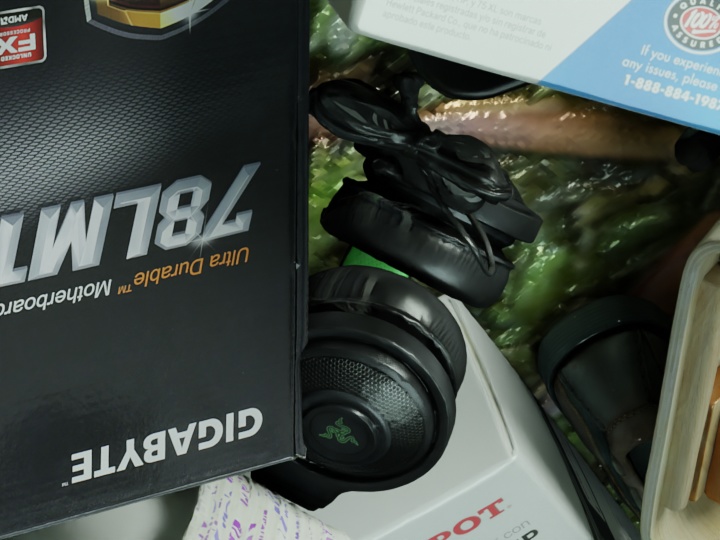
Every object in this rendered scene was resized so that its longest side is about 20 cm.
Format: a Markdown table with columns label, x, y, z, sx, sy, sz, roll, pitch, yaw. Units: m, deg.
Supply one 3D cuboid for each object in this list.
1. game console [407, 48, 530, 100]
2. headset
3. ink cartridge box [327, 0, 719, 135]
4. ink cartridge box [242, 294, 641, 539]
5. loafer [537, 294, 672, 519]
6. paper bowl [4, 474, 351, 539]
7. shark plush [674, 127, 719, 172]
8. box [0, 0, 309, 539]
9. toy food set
| label | x | y | z | sx | sy | sz | roll | pitch | yaw |
| --- | --- | --- | --- | --- | --- | --- | --- | --- | --- |
| game console | 0.083 | -0.169 | 0.793 | 0.199 | 0.117 | 0.176 | -20 | 141 | -4 |
| headset | 0.000 | 0.000 | 0.932 | 0.094 | 0.124 | 0.200 | 27 | 155 | -7 |
| ink cartridge box | 0.072 | -0.147 | 0.752 | 0.116 | 0.067 | 0.201 | 14 | 106 | -16 |
| ink cartridge box | 0.022 | 0.117 | 1.116 | 0.144 | 0.084 | 0.200 | -30 | 140 | 8 |
| loafer | 0.131 | 0.081 | 1.144 | 0.072 | 0.063 | 0.200 | -34 | 140 | 13 |
| paper bowl | -0.091 | 0.148 | 0.929 | 0.104 | 0.201 | 0.201 | 29 | 124 | -8 |
| shark plush | 0.174 | -0.093 | 0.968 | 0.083 | 0.091 | 0.200 | -25 | 149 | -49 |
| box | -0.106 | -0.026 | 0.775 | 0.199 | 0.050 | 0.199 | -12 | 111 | -32 |
| toy food set | 0.165 | 0.015 | 1.028 | 0.144 | 0.060 | 0.200 | -47 | 154 | -34 |
